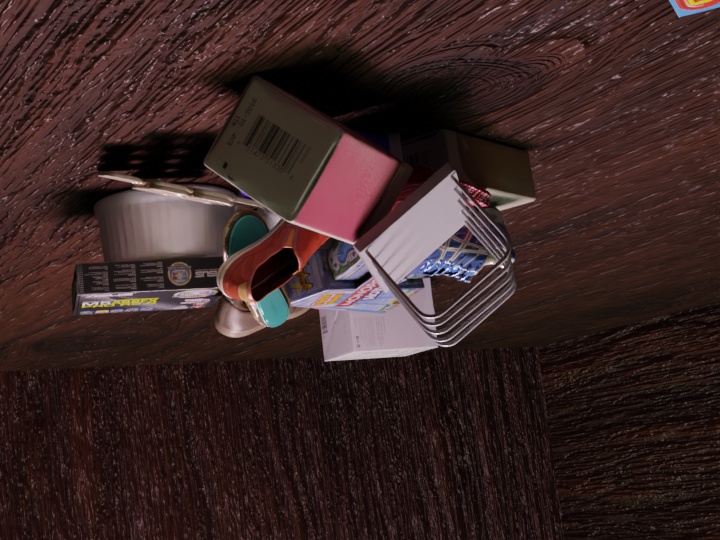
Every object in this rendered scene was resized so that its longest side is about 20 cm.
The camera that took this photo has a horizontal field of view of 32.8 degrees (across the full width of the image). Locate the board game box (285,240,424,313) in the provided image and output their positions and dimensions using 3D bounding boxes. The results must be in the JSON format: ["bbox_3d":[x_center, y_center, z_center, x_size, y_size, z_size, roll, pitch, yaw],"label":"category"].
[{"bbox_3d":[0.000,0.000,1.645,0.199,0.062,0.200,-2,159,-35],"label":"board game box"}]

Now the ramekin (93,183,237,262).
[{"bbox_3d":[-0.265,-0.048,1.697,0.199,0.098,0.201,-6,170,-1],"label":"ramekin"}]

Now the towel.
[{"bbox_3d":[0.057,-0.088,1.480,0.144,0.023,0.200,-11,169,28],"label":"towel"}]

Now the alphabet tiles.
[{"bbox_3d":[-0.220,-0.096,1.494,0.194,0.015,0.200,10,-179,-18],"label":"alphabet tiles"}]

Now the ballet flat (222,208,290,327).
[{"bbox_3d":[-0.142,-0.010,1.557,0.070,0.065,0.201,-27,135,-15],"label":"ballet flat"}]

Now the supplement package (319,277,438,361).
[{"bbox_3d":[0.035,0.103,2.573,0.199,0.153,0.151,-1,169,-27],"label":"supplement package"}]

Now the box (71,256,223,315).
[{"bbox_3d":[-0.289,0.022,1.664,0.199,0.045,0.160,-3,170,-17],"label":"box"}]

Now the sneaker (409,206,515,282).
[{"bbox_3d":[0.116,-0.024,1.561,0.199,0.077,0.076,-17,157,-29],"label":"sneaker"}]

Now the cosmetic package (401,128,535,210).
[{"bbox_3d":[0.130,-0.124,1.590,0.105,0.072,0.199,-15,167,36],"label":"cosmetic package"}]

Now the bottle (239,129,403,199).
[{"bbox_3d":[-0.049,-0.129,1.464,0.199,0.066,0.084,-7,169,2],"label":"bottle"}]

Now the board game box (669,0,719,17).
[{"bbox_3d":[0.317,-0.270,0.927,0.195,0.056,0.200,-11,169,24],"label":"board game box"}]

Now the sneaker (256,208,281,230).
[{"bbox_3d":[-0.044,-0.076,1.627,0.199,0.081,0.146,16,138,-43],"label":"sneaker"}]

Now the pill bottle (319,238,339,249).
[{"bbox_3d":[-0.008,-0.056,1.760,0.199,0.117,0.115,1,167,-40],"label":"pill bottle"}]

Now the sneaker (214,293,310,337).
[{"bbox_3d":[-0.116,0.026,1.690,0.200,0.070,0.076,-32,151,-45],"label":"sneaker"}]

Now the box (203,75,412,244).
[{"bbox_3d":[-0.050,-0.111,1.304,0.128,0.109,0.200,34,-173,22],"label":"box"}]

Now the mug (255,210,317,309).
[{"bbox_3d":[-0.080,-0.029,1.869,0.177,0.134,0.200,-17,162,22],"label":"mug"}]

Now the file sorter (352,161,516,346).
[{"bbox_3d":[0.096,-0.006,1.400,0.139,0.125,0.200,-40,164,-2],"label":"file sorter"}]

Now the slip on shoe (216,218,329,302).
[{"bbox_3d":[-0.084,-0.026,1.504,0.200,0.074,0.061,-38,-135,-25],"label":"slip on shoe"}]
